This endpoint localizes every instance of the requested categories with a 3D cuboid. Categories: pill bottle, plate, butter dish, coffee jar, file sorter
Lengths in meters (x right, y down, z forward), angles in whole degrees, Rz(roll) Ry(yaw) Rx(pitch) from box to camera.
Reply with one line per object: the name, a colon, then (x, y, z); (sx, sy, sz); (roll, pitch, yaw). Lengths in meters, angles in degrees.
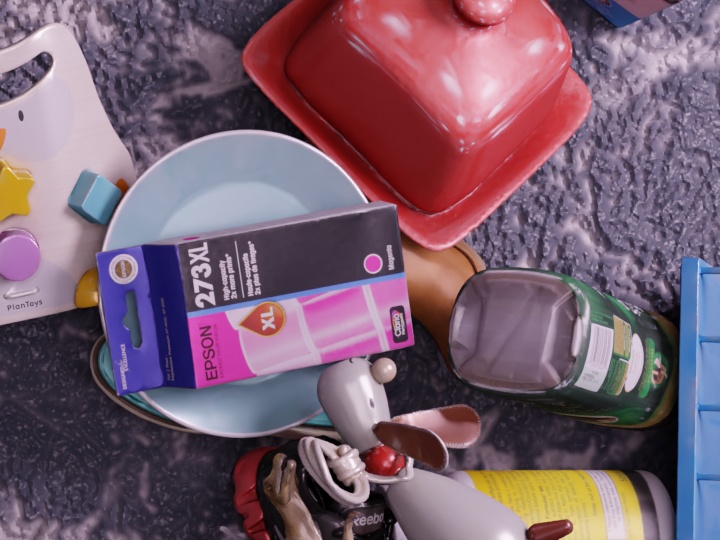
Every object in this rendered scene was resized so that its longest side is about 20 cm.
pill bottle: (0.108, 0.194, 1.514); (0.198, 0.114, 0.116); (2, 87, -14)
plate: (-0.077, 0.008, 1.449); (0.198, 0.026, 0.202); (-1, 93, -18)
butter dish: (0.058, -0.152, 1.474); (0.200, 0.148, 0.199); (45, 60, 4)
coffee jar: (0.147, 0.055, 1.487); (0.103, 0.200, 0.086); (6, 82, 31)
file sorter: (0.290, 0.100, 1.521); (0.122, 0.139, 0.202); (0, 83, 20)

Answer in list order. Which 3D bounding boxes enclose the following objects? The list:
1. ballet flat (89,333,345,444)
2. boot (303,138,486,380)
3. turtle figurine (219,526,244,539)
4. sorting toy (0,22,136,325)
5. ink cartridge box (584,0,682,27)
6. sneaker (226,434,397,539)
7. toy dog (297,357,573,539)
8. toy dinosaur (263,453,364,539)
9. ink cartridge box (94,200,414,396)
ballet flat: (-0.087, 0.082, 1.498); (0.198, 0.069, 0.070); (13, 84, -8)
boot: (0.000, 0.000, 1.510); (0.154, 0.077, 0.202); (-16, 86, -19)
turtle figurine: (-0.077, 0.255, 1.477); (0.199, 0.101, 0.150); (34, 44, -13)
sorting toy: (-0.235, -0.065, 1.418); (0.198, 0.107, 0.182); (-12, 116, -14)
ink cartridge box: (0.178, -0.254, 1.506); (0.145, 0.200, 0.084); (38, 80, -9)
sneaker: (-0.014, 0.197, 1.436); (0.071, 0.098, 0.202); (-5, 68, -50)
toy dog: (0.059, 0.134, 1.397); (0.096, 0.132, 0.200); (-37, 102, 17)
toy dinosaur: (-0.035, 0.219, 1.389); (0.100, 0.058, 0.202); (9, 90, 22)
ink cartridge box: (-0.066, 0.018, 1.423); (0.198, 0.037, 0.096); (-10, 99, -16)
